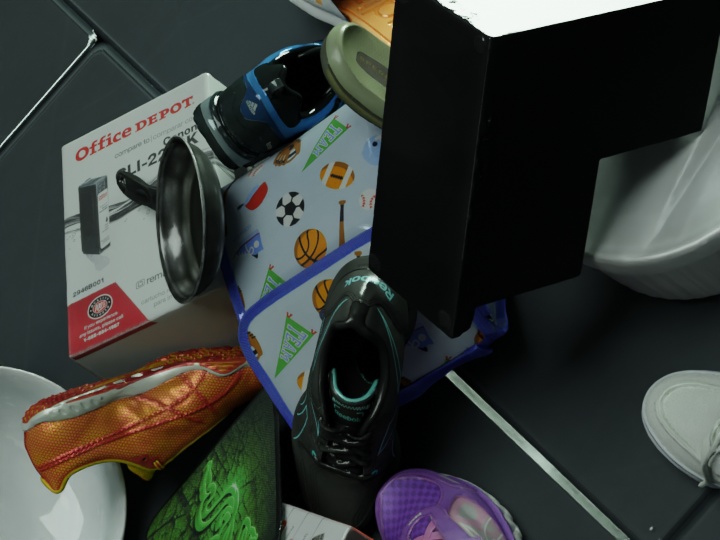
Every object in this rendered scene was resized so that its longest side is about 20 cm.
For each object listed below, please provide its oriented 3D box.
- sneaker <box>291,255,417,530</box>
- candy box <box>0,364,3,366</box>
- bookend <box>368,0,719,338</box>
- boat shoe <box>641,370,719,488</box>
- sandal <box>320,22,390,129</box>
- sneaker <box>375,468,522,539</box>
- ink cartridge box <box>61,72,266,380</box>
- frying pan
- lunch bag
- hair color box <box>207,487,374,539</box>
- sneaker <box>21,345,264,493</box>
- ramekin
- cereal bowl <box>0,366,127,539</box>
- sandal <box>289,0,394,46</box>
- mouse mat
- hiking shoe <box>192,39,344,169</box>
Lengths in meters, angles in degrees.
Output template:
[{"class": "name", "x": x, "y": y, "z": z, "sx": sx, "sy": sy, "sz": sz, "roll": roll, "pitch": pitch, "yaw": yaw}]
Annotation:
[{"class": "sneaker", "x": -0.011, "y": 0.090, "z": 1.360, "sx": 0.075, "sy": 0.201, "sz": 0.079, "roll": 9, "pitch": 26, "yaw": 7}, {"class": "candy box", "x": -0.349, "y": 0.120, "z": 1.566, "sx": 0.071, "sy": 0.200, "sz": 0.168, "roll": 11, "pitch": 71, "yaw": 41}, {"class": "bookend", "x": 0.118, "y": -0.088, "z": 1.285, "sx": 0.200, "sy": 0.199, "sz": 0.092, "roll": -16, "pitch": 38, "yaw": -30}, {"class": "boat shoe", "x": 0.233, "y": 0.102, "z": 1.237, "sx": 0.202, "sy": 0.086, "sz": 0.075, "roll": 33, "pitch": 85, "yaw": 43}, {"class": "sandal", "x": 0.064, "y": -0.106, "z": 1.409, "sx": 0.057, "sy": 0.201, "sz": 0.080, "roll": -41, "pitch": 33, "yaw": 33}, {"class": "sneaker", "x": 0.062, "y": 0.187, "z": 1.309, "sx": 0.080, "sy": 0.088, "sz": 0.200, "roll": -44, "pitch": 46, "yaw": 7}, {"class": "ink cartridge box", "x": -0.142, "y": -0.027, "z": 1.586, "sx": 0.144, "sy": 0.084, "sz": 0.200, "roll": -25, "pitch": 51, "yaw": 23}, {"class": "frying pan", "x": -0.131, "y": -0.030, "z": 1.487, "sx": 0.190, "sy": 0.031, "sz": 0.115, "roll": 158, "pitch": 108, "yaw": -68}, {"class": "lunch bag", "x": 0.000, "y": 0.000, "z": 1.444, "sx": 0.170, "sy": 0.124, "sz": 0.200, "roll": -32, "pitch": 58, "yaw": 23}, {"class": "hair color box", "x": -0.048, "y": 0.209, "z": 1.338, "sx": 0.111, "sy": 0.064, "sz": 0.200, "roll": -61, "pitch": 20, "yaw": -10}, {"class": "sneaker", "x": -0.138, "y": 0.102, "z": 1.499, "sx": 0.199, "sy": 0.077, "sz": 0.073, "roll": -18, "pitch": 9, "yaw": -7}, {"class": "ramekin", "x": 0.207, "y": -0.073, "z": 1.356, "sx": 0.202, "sy": 0.094, "sz": 0.203, "roll": -18, "pitch": 54, "yaw": 27}, {"class": "cereal bowl", "x": -0.269, "y": 0.174, "z": 1.513, "sx": 0.083, "sy": 0.200, "sz": 0.201, "roll": 132, "pitch": 154, "yaw": -65}, {"class": "sandal", "x": 0.008, "y": -0.217, "z": 1.595, "sx": 0.079, "sy": 0.059, "sz": 0.207, "roll": -33, "pitch": 47, "yaw": -21}, {"class": "mouse mat", "x": -0.101, "y": 0.175, "z": 1.412, "sx": 0.161, "sy": 0.008, "sz": 0.200, "roll": -50, "pitch": 22, "yaw": 21}, {"class": "hiking shoe", "x": -0.034, "y": -0.128, "z": 1.520, "sx": 0.087, "sy": 0.075, "sz": 0.200, "roll": -30, "pitch": 5, "yaw": 33}]
